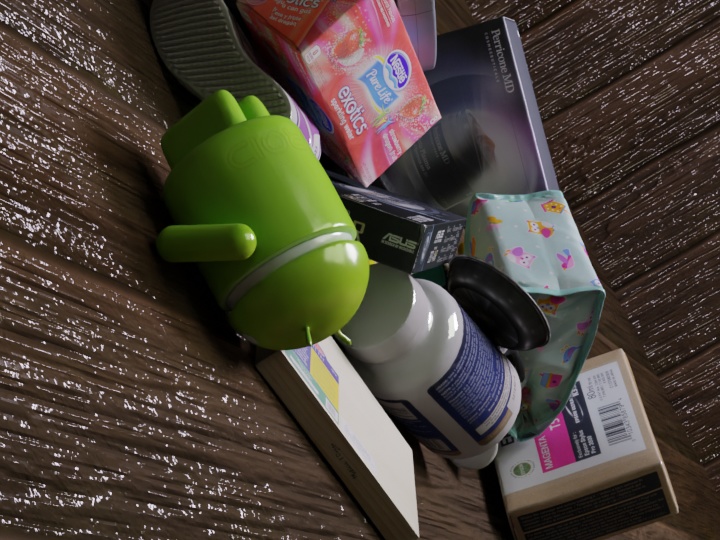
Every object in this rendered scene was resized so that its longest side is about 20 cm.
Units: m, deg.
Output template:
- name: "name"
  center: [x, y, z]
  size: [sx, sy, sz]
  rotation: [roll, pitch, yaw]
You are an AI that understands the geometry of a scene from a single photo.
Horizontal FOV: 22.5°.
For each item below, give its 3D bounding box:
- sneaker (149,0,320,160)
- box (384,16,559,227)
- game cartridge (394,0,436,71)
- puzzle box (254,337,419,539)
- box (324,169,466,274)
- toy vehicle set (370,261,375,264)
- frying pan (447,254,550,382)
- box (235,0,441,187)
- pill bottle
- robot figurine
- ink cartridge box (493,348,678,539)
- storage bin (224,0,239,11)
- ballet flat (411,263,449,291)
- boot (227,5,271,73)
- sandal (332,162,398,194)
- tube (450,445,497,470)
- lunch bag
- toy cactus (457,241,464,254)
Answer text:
- name: "sneaker"
  center: [-0.104, -0.160, 1.553]
  size: [0.201, 0.072, 0.114]
  rotation: [56, 9, 25]
- name: "box"
  center: [0.088, -0.144, 1.896]
  size: [0.123, 0.197, 0.202]
  rotation: [-30, 105, -79]
- name: "game cartridge"
  center: [0.042, -0.259, 1.621]
  size: [0.200, 0.041, 0.134]
  rotation: [81, -5, -73]
- name: "puzzle box"
  center: [-0.018, 0.110, 1.430]
  size: [0.201, 0.025, 0.133]
  rotation: [55, 14, -21]
- name: "box"
  center: [-0.002, -0.047, 1.582]
  size: [0.159, 0.044, 0.200]
  rotation: [19, 7, 12]
- name: "toy vehicle set"
  center: [0.000, 0.000, 1.731]
  size: [0.125, 0.026, 0.200]
  rotation: [54, 14, -24]
- name: "frying pan"
  center: [0.116, 0.046, 1.658]
  size: [0.115, 0.031, 0.190]
  rotation: [40, -21, 9]
- name: "box"
  center: [-0.015, -0.182, 1.577]
  size: [0.095, 0.103, 0.200]
  rotation: [40, -13, 34]
- name: "pill bottle"
  center: [0.054, 0.077, 1.585]
  size: [0.200, 0.110, 0.112]
  rotation: [46, 19, -48]
- name: "robot figurine"
  center: [-0.068, -0.031, 1.323]
  size: [0.201, 0.115, 0.175]
  rotation: [60, 21, 14]
- name: "ink cartridge box"
  center: [0.217, 0.185, 1.833]
  size: [0.201, 0.163, 0.076]
  rotation: [-100, 169, -57]
- name: "storage bin"
  center: [-0.102, -0.318, 1.607]
  size: [0.199, 0.134, 0.147]
  rotation: [23, 45, -36]
- name: "ballet flat"
  center: [0.066, 0.045, 1.813]
  size: [0.201, 0.075, 0.064]
  rotation: [-86, 177, -59]
- name: "boot"
  center: [-0.115, -0.241, 1.726]
  size: [0.200, 0.070, 0.147]
  rotation: [49, 15, -42]
- name: "sandal"
  center: [-0.002, -0.088, 1.770]
  size: [0.075, 0.048, 0.201]
  rotation: [51, 1, -32]
- name: "tube"
  center: [0.104, 0.131, 1.806]
  size: [0.200, 0.051, 0.059]
  rotation: [-94, -165, -70]
- name: "lunch bag"
  center: [0.160, 0.047, 1.809]
  size: [0.171, 0.121, 0.201]
  rotation: [-104, -163, -49]
- name: "toy cactus"
  center: [0.133, 0.064, 2.016]
  size: [0.200, 0.101, 0.166]
  rotation: [-86, 163, -72]
